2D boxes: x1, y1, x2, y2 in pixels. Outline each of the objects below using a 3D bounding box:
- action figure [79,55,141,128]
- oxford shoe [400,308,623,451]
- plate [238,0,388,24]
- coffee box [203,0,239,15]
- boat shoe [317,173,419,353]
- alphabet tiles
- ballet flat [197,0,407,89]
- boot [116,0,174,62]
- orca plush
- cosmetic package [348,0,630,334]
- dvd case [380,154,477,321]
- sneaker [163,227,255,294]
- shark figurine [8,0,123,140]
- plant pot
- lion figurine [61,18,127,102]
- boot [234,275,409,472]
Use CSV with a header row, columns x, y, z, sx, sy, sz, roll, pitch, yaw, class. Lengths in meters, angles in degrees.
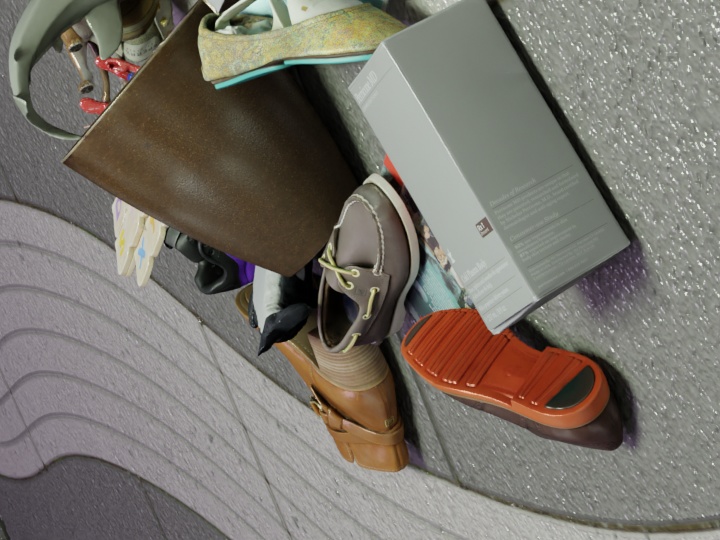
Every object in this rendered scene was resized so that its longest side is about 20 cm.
x,y,z,sx,sy,sz,roll,pitch,yaw,class
-0.209,-0.151,1.859,0.200,0.099,0.065,25,97,55,action figure
0.108,0.085,1.560,0.200,0.071,0.073,25,158,47,oxford shoe
-0.052,-0.248,1.536,0.200,0.026,0.200,25,136,28,plate
-0.056,-0.274,1.395,0.080,0.114,0.200,46,146,7,coffee box
0.000,0.000,1.671,0.072,0.060,0.200,53,158,24,boat shoe
-0.195,-0.091,1.957,0.200,0.015,0.196,116,155,-42,alphabet tiles
-0.047,-0.173,1.526,0.200,0.071,0.071,-5,113,47,ballet flat
-0.194,-0.230,1.809,0.155,0.072,0.200,86,176,-49,boot
-0.048,0.014,1.813,0.200,0.071,0.105,-121,45,-76,orca plush
0.083,-0.071,1.421,0.200,0.090,0.107,57,162,6,cosmetic package
0.059,-0.016,1.628,0.146,0.022,0.200,54,156,20,dvd case
-0.132,-0.057,1.897,0.070,0.100,0.200,36,147,44,sneaker
-0.235,-0.202,1.646,0.128,0.215,0.090,21,148,21,shark figurine
-0.102,-0.094,1.707,0.200,0.187,0.187,40,160,-9,plant pot
-0.269,-0.243,2.030,0.123,0.072,0.200,62,164,21,lion figurine
-0.034,0.092,1.905,0.200,0.074,0.155,34,149,55,boot
